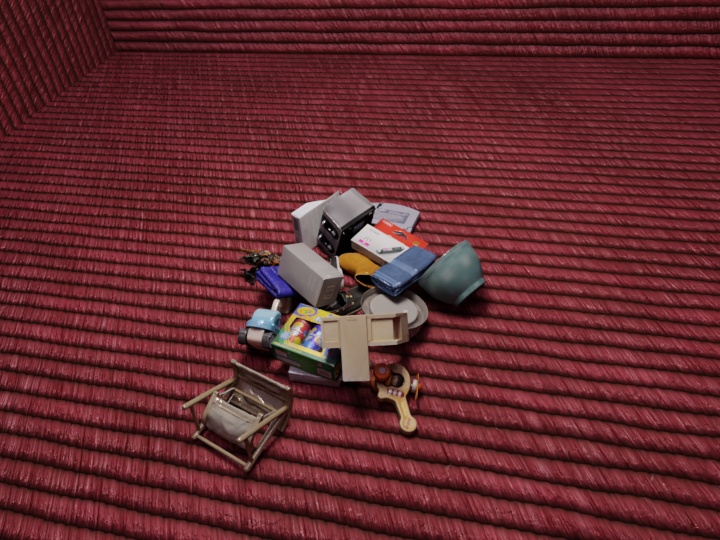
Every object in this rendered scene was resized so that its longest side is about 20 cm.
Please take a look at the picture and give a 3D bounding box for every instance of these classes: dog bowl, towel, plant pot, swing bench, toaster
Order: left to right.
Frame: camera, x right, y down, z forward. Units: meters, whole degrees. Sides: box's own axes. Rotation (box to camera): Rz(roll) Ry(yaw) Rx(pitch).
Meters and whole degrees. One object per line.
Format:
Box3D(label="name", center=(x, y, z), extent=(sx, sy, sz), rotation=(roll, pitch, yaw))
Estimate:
Box3D(label="swing bench", center=(-0.303, 0.360, 1.481), extent=(0.198, 0.131, 0.200), rotation=(20, 42, 27))
Box3D(label="towel", center=(-0.214, 0.026, 1.843), extent=(0.199, 0.050, 0.147), rotation=(-9, 34, -42))
Box3D(label="toaster", center=(-0.046, -0.162, 1.976), extent=(0.200, 0.181, 0.119), rotation=(-37, 72, -30))
Box3D(label="dog bowl", center=(0.095, 0.127, 1.711), extent=(0.198, 0.059, 0.201), rotation=(7, 36, -5))
Box3D(label="towel", center=(0.134, 0.000, 1.771), extent=(0.199, 0.049, 0.111), rotation=(-34, 48, -30))
Box3D(label="plant pot", center=(0.290, 0.025, 1.754), extent=(0.200, 0.201, 0.134), rotation=(-32, 75, -27))

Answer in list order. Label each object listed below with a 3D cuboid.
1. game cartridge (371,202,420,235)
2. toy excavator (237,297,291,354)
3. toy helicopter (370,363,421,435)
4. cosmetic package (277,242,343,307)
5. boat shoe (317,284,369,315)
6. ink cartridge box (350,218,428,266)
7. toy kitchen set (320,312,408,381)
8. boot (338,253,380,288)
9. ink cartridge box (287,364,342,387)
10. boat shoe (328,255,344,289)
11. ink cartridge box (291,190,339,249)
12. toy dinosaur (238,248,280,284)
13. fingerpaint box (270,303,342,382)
Box3D(label="game cartridge", center=(0.109, -0.191, 2.114), extent=(0.198, 0.041, 0.134), rotation=(13, 48, 20))
Box3D(label="toy excavator", center=(-0.262, 0.144, 1.721), extent=(0.099, 0.195, 0.202), rotation=(7, 71, 15))
Box3D(label="toy helicopter", center=(0.110, 0.331, 1.518), extent=(0.131, 0.079, 0.201), rotation=(-7, 51, -15))
Box3D(label="cosmetic package", center=(-0.155, 0.011, 1.751), extent=(0.090, 0.107, 0.200), rotation=(-10, 40, -43))
Box3D(label="boat shoe", center=(-0.048, 0.096, 1.792), extent=(0.201, 0.063, 0.073), rotation=(-32, 43, -29))
Box3D(label="ink cartridge box", center=(0.098, -0.093, 1.909), extent=(0.199, 0.044, 0.174), rotation=(31, 59, 24))
Box3D(label="toy kitchen set", center=(0.018, 0.199, 1.546), extent=(0.198, 0.165, 0.180), rotation=(-4, -4, 15))
Box3D(label="boot", center=(0.000, 0.001, 1.849), extent=(0.200, 0.071, 0.144), rotation=(17, 17, 15))
Box3D(label="ink cartridge box", center=(-0.084, 0.236, 1.654), extent=(0.198, 0.041, 0.200), rotation=(6, 43, 11))
Box3D(label="boat shoe", center=(-0.092, 0.009, 1.860), extent=(0.060, 0.074, 0.200), rotation=(-6, 26, -7))
Box3D(label="ink cartridge box", center=(-0.148, -0.175, 2.032), extent=(0.047, 0.161, 0.200), rotation=(28, 51, 31))
Box3D(label="toy dinosaur", center=(-0.331, -0.024, 1.960), extent=(0.199, 0.103, 0.135), rotation=(4, 24, 39))
Box3D(label="fingerpaint box", center=(-0.119, 0.195, 1.616), extent=(0.199, 0.074, 0.167), rotation=(17, 47, 21))
